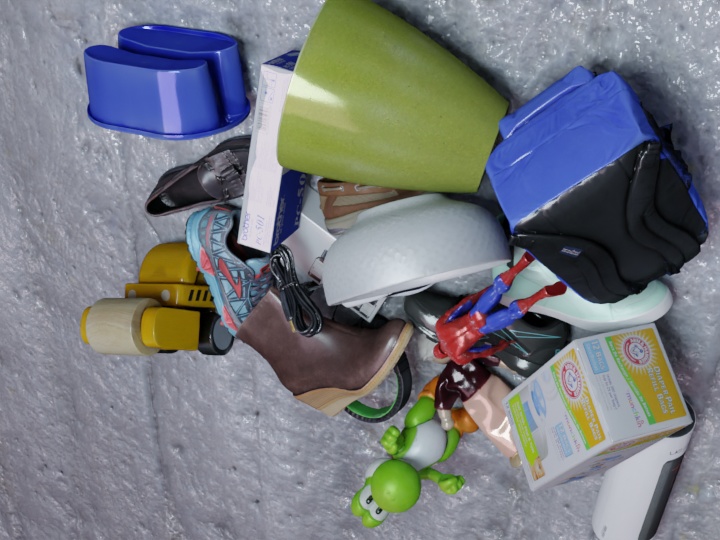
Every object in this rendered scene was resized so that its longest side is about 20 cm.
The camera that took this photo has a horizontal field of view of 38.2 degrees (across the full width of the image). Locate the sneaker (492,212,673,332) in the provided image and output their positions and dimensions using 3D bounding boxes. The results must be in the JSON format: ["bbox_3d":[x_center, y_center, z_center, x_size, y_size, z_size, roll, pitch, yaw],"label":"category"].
[{"bbox_3d":[0.226,-0.008,1.093,0.197,0.074,0.120,8,130,28],"label":"sneaker"}]

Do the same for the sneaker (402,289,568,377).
[{"bbox_3d":[0.146,0.053,1.201,0.196,0.076,0.080,20,121,6],"label":"sneaker"}]

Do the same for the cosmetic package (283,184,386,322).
[{"bbox_3d":[-0.043,-0.031,1.256,0.199,0.051,0.083,36,132,3],"label":"cosmetic package"}]

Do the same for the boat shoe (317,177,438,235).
[{"bbox_3d":[0.029,-0.100,1.149,0.197,0.076,0.073,-19,103,31],"label":"boat shoe"}]

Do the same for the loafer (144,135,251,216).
[{"bbox_3d":[-0.188,-0.106,1.280,0.198,0.063,0.073,-16,114,38],"label":"loafer"}]

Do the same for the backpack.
[{"bbox_3d":[0.231,-0.079,0.977,0.161,0.170,0.199,-29,136,24],"label":"backpack"}]

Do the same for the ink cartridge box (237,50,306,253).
[{"bbox_3d":[-0.088,-0.132,1.146,0.043,0.094,0.204,16,113,12],"label":"ink cartridge box"}]

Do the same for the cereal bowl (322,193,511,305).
[{"bbox_3d":[0.052,-0.026,1.058,0.198,0.198,0.085,-15,86,37],"label":"cereal bowl"}]

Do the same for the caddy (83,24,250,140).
[{"bbox_3d":[-0.220,-0.203,1.177,0.197,0.142,0.107,13,125,23],"label":"caddy"}]

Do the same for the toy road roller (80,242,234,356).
[{"bbox_3d":[-0.256,0.034,1.346,0.121,0.199,0.149,-1,86,29],"label":"toy road roller"}]

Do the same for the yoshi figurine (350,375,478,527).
[{"bbox_3d":[0.069,0.227,1.263,0.111,0.200,0.113,25,148,29],"label":"yoshi figurine"}]

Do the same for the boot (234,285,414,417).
[{"bbox_3d":[-0.047,0.078,1.229,0.166,0.073,0.200,42,129,-6],"label":"boot"}]

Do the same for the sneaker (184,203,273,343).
[{"bbox_3d":[-0.146,0.010,1.329,0.094,0.080,0.202,-14,114,34],"label":"sneaker"}]

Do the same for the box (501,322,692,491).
[{"bbox_3d":[0.246,0.149,1.113,0.200,0.099,0.114,123,134,-61],"label":"box"}]

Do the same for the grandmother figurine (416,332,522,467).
[{"bbox_3d":[0.139,0.143,1.257,0.201,0.121,0.061,50,172,3],"label":"grandmother figurine"}]

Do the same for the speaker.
[{"bbox_3d":[0.325,0.232,1.207,0.080,0.081,0.203,19,129,18],"label":"speaker"}]

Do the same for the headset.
[{"bbox_3d":[-0.014,0.099,1.302,0.122,0.093,0.203,-19,95,38],"label":"headset"}]

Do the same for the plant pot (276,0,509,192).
[{"bbox_3d":[0.042,-0.157,1.039,0.197,0.188,0.189,22,131,5],"label":"plant pot"}]

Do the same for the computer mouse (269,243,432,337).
[{"bbox_3d":[0.000,0.000,1.183,0.044,0.196,0.112,93,160,-73],"label":"computer mouse"}]

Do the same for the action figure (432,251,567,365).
[{"bbox_3d":[0.150,0.040,1.096,0.200,0.098,0.066,-42,73,46],"label":"action figure"}]
